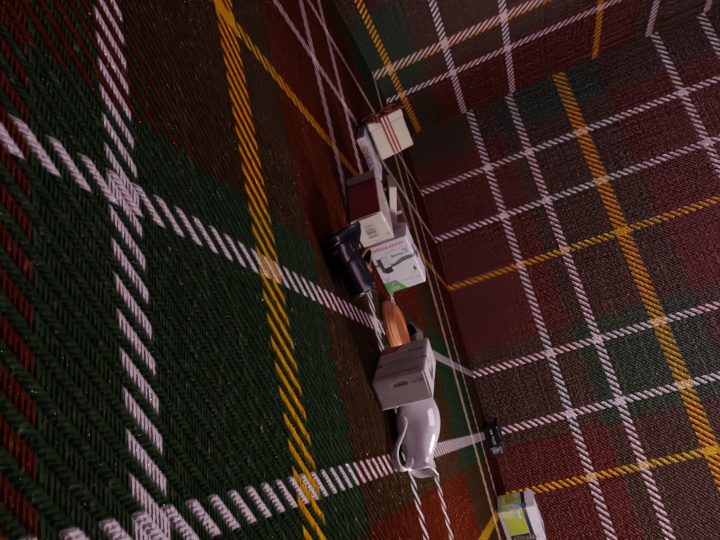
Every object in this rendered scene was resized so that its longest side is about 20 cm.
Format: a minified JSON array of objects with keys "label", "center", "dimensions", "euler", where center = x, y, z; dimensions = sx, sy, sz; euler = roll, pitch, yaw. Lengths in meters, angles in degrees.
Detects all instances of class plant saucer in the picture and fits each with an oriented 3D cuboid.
[{"label":"plant saucer","center":[0.120,0.193,1.753],"dimensions":[0.200,0.037,0.204],"euler":[-18,91,-76]}]

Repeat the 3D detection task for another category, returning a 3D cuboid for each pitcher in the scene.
[{"label":"pitcher","center":[0.138,0.427,1.416],"dimensions":[0.171,0.119,0.204],"euler":[31,52,-46]}]

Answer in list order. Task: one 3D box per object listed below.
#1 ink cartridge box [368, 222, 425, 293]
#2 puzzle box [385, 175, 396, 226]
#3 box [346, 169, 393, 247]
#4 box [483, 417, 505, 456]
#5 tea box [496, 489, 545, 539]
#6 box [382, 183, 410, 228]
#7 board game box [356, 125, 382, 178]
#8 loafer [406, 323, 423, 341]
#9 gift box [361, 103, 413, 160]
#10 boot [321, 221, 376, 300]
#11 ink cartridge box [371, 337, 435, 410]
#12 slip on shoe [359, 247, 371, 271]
[{"label":"ink cartridge box","center":[0.121,-0.041,1.825],"dimensions":[0.084,0.144,0.202],"euler":[-85,152,-55]},{"label":"puzzle box","center":[0.106,-0.210,1.861],"dimensions":[0.134,0.025,0.204],"euler":[-98,-175,-64]},{"label":"box","center":[0.029,-0.201,1.741],"dimensions":[0.129,0.107,0.203],"euler":[57,20,-46]},{"label":"box","center":[0.804,0.997,3.242],"dimensions":[0.200,0.084,0.167],"euler":[-3,75,-75]},{"label":"tea box","center":[0.812,1.254,2.741],"dimensions":[0.134,0.193,0.204],"euler":[-55,125,-71]},{"label":"box","center":[0.120,-0.241,2.151],"dimensions":[0.075,0.098,0.204],"euler":[-61,131,-71]},{"label":"board game box","center":[0.040,-0.493,2.284],"dimensions":[0.136,0.034,0.202],"euler":[-86,154,-57]},{"label":"loafer","center":[0.179,0.258,1.851],"dimensions":[0.070,0.074,0.202],"euler":[49,19,-28]},{"label":"gift box","center":[0.120,-0.606,2.340],"dimensions":[0.190,0.182,0.200],"euler":[64,-7,-18]},{"label":"boot","center":[-0.016,-0.026,1.399],"dimensions":[0.171,0.075,0.200],"euler":[62,22,-8]},{"label":"ink cartridge box","center":[0.120,0.272,1.437],"dimensions":[0.200,0.144,0.084],"euler":[-59,130,-70]},{"label":"slip on shoe","center":[0.000,0.000,1.486],"dimensions":[0.201,0.059,0.077],"euler":[-81,149,-61]}]
